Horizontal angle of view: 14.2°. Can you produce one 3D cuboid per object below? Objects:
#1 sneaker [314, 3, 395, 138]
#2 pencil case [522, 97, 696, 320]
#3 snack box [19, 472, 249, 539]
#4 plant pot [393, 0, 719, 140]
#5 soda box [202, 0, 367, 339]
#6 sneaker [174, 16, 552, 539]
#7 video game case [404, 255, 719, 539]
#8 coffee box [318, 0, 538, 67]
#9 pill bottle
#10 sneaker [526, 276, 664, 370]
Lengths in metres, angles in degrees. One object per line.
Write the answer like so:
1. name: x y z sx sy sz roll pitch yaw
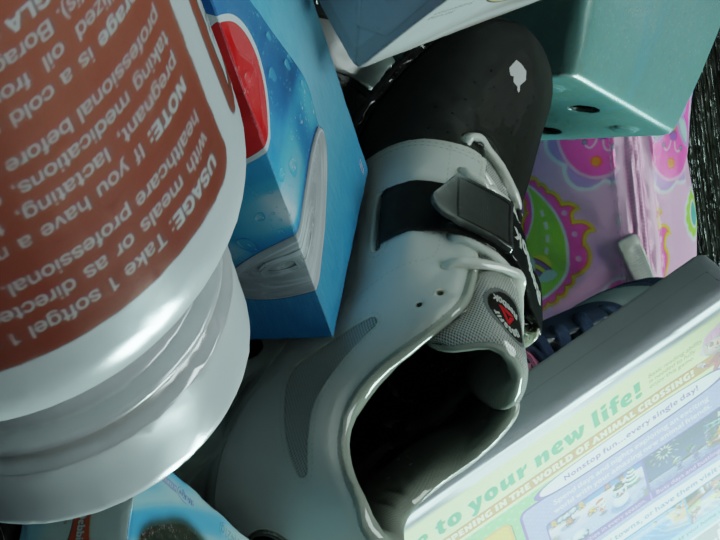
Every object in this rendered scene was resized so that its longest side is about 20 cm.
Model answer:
1. sneaker: 0.000 0.000 0.961 0.200 0.066 0.091 57 37 -55
2. pencil case: 0.094 -0.058 1.141 0.087 0.087 0.201 -30 117 -72
3. snack box: -0.036 0.142 0.802 0.200 0.037 0.117 48 41 -52
4. plant pot: 0.059 -0.152 1.021 0.141 0.141 0.201 21 72 -58
5. soda box: -0.054 -0.068 0.772 0.200 0.064 0.068 70 24 -46
6. sneaker: 0.026 0.009 0.860 0.074 0.088 0.200 47 59 -37
7. video game case: 0.052 0.109 0.953 0.022 0.200 0.182 46 -16 40
8. coffee box: 0.078 -0.139 0.834 0.200 0.113 0.080 -24 83 -44
9. pill bottle: -0.086 -0.042 0.562 0.200 0.112 0.112 71 23 -47
10. sneaker: 0.061 0.048 0.980 0.200 0.070 0.082 -36 151 -32
